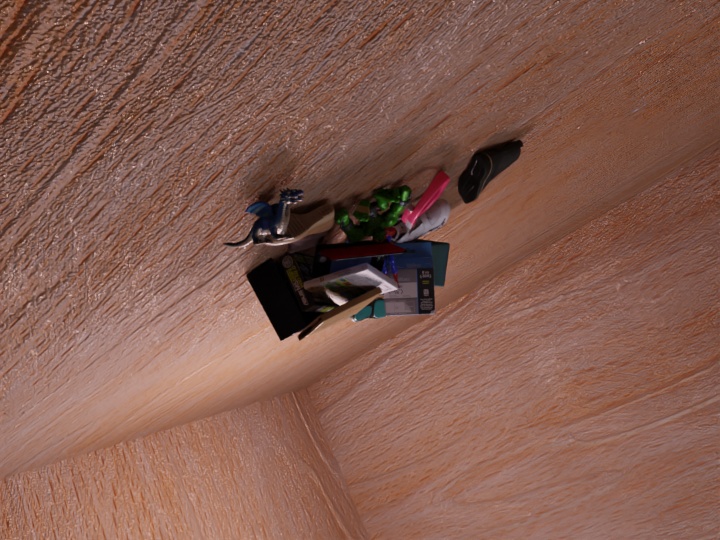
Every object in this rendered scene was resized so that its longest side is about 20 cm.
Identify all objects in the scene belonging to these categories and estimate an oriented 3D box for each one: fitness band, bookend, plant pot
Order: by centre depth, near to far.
[{"bbox_3d":[0.166,-0.181,1.505,0.144,0.037,0.200,-48,175,-13],"label":"fitness band"},{"bbox_3d":[-0.190,0.069,1.611,0.092,0.200,0.200,-30,175,17],"label":"bookend"},{"bbox_3d":[0.171,-0.026,1.807,0.140,0.143,0.200,9,-175,26],"label":"plant pot"}]

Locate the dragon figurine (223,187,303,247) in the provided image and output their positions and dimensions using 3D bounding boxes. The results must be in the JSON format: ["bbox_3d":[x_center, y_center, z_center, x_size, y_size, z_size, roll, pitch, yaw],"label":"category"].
[{"bbox_3d":[-0.191,-0.105,1.182,0.199,0.100,0.059,-11,177,32],"label":"dragon figurine"}]

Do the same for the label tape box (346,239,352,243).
[{"bbox_3d":[0.000,0.000,1.694,0.063,0.145,0.200,-20,164,-18],"label":"label tape box"}]

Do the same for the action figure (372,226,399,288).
[{"bbox_3d":[0.063,-0.046,1.587,0.065,0.202,0.099,-3,-175,24],"label":"action figure"}]

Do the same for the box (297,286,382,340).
[{"bbox_3d":[-0.055,0.114,1.526,0.199,0.021,0.163,-25,169,-35],"label":"box"}]

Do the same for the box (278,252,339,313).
[{"bbox_3d":[-0.130,0.036,1.600,0.044,0.161,0.200,-30,166,16],"label":"box"}]

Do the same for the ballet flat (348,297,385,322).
[{"bbox_3d":[0.022,0.122,1.892,0.074,0.075,0.199,-36,158,35],"label":"ballet flat"}]

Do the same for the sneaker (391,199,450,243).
[{"bbox_3d":[0.159,-0.134,1.665,0.114,0.076,0.200,-13,164,-48],"label":"sneaker"}]

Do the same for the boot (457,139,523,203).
[{"bbox_3d":[0.349,-0.260,1.570,0.138,0.078,0.200,-26,167,-18],"label":"boot"}]

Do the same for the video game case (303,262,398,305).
[{"bbox_3d":[-0.021,0.039,1.521,0.181,0.023,0.200,-17,158,21],"label":"video game case"}]

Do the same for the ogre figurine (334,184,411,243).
[{"bbox_3d":[0.033,-0.133,1.437,0.200,0.098,0.120,-44,157,-25],"label":"ogre figurine"}]

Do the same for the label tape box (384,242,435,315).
[{"bbox_3d":[0.137,0.024,1.673,0.143,0.202,0.063,-2,-174,3],"label":"label tape box"}]

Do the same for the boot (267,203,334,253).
[{"bbox_3d":[-0.152,-0.074,1.354,0.199,0.073,0.167,-23,163,-25],"label":"boot"}]

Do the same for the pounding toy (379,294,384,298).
[{"bbox_3d":[0.015,0.027,1.920,0.183,0.143,0.199,-19,170,40],"label":"pounding toy"}]

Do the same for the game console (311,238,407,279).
[{"bbox_3d":[-0.007,-0.012,1.464,0.198,0.119,0.173,-6,134,-21],"label":"game console"}]
